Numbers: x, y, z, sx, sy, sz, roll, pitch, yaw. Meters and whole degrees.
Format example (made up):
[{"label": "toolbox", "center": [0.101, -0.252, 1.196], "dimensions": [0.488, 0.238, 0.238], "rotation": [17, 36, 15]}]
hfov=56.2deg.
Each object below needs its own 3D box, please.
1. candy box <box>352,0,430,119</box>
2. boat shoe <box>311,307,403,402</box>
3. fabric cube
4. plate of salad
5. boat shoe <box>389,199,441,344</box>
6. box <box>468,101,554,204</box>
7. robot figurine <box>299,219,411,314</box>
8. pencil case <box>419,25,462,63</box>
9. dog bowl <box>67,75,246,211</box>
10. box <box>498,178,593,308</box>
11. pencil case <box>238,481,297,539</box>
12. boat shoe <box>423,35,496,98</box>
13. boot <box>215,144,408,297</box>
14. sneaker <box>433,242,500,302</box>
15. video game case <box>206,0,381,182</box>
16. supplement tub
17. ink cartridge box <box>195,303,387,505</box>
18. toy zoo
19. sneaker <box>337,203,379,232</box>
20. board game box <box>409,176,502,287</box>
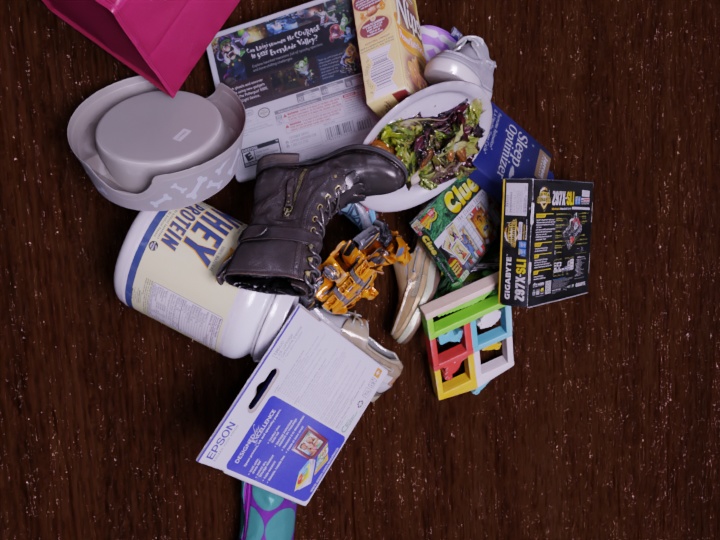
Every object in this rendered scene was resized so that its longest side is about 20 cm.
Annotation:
[{"label": "candy box", "center": [0.039, -0.277, 0.824], "dimensions": [0.054, 0.115, 0.207], "rotation": [-14, 72, 22]}, {"label": "boat shoe", "center": [-0.019, 0.087, 0.907], "dimensions": [0.068, 0.075, 0.201], "rotation": [-39, 118, 5]}, {"label": "fabric cube", "center": [-0.238, -0.349, 0.700], "dimensions": [0.194, 0.200, 0.202], "rotation": [35, 83, 4]}, {"label": "plate of salad", "center": [0.080, -0.137, 0.813], "dimensions": [0.195, 0.203, 0.049], "rotation": [-22, 58, -16]}, {"label": "boat shoe", "center": [0.073, -0.002, 0.945], "dimensions": [0.074, 0.072, 0.205], "rotation": [24, 77, -7]}, {"label": "box", "center": [0.212, -0.154, 0.966], "dimensions": [0.198, 0.032, 0.124], "rotation": [34, 59, -22]}, {"label": "robot figurine", "center": [0.000, 0.000, 0.832], "dimensions": [0.058, 0.199, 0.145], "rotation": [46, 106, 8]}, {"label": "pencil case", "center": [0.072, -0.227, 0.913], "dimensions": [0.084, 0.083, 0.205], "rotation": [23, 89, -43]}, {"label": "dog bowl", "center": [-0.224, -0.147, 0.766], "dimensions": [0.194, 0.202, 0.060], "rotation": [-16, 140, -16]}, {"label": "box", "center": [0.259, -0.042, 0.927], "dimensions": [0.197, 0.048, 0.166], "rotation": [-7, 99, -49]}, {"label": "pencil case", "center": [-0.127, 0.314, 0.888], "dimensions": [0.091, 0.084, 0.207], "rotation": [2, 94, -42]}, {"label": "boat shoe", "center": [0.134, -0.255, 0.839], "dimensions": [0.070, 0.199, 0.071], "rotation": [19, 102, 25]}, {"label": "boot", "center": [-0.047, -0.046, 0.725], "dimensions": [0.193, 0.070, 0.178], "rotation": [-3, 52, 10]}, {"label": "sneaker", "center": [0.199, 0.013, 0.974], "dimensions": [0.195, 0.085, 0.080], "rotation": [-23, 102, -16]}, {"label": "video game case", "center": [-0.081, -0.225, 0.830], "dimensions": [0.194, 0.023, 0.188], "rotation": [-15, 88, 7]}, {"label": "supplement tub", "center": [-0.168, 0.011, 0.787], "dimensions": [0.195, 0.145, 0.148], "rotation": [26, 87, 1]}, {"label": "ink cartridge box", "center": [-0.078, 0.158, 0.795], "dimensions": [0.200, 0.047, 0.199], "rotation": [-56, 133, -7]}, {"label": "toy zoo", "center": [0.156, 0.106, 0.955], "dimensions": [0.128, 0.021, 0.204], "rotation": [-22, 129, -11]}, {"label": "sneaker", "center": [-0.053, -0.115, 0.890], "dimensions": [0.095, 0.079, 0.202], "rotation": [-37, 99, 1]}, {"label": "board game box", "center": [0.153, -0.079, 0.935], "dimensions": [0.106, 0.023, 0.200], "rotation": [51, 54, -8]}]
